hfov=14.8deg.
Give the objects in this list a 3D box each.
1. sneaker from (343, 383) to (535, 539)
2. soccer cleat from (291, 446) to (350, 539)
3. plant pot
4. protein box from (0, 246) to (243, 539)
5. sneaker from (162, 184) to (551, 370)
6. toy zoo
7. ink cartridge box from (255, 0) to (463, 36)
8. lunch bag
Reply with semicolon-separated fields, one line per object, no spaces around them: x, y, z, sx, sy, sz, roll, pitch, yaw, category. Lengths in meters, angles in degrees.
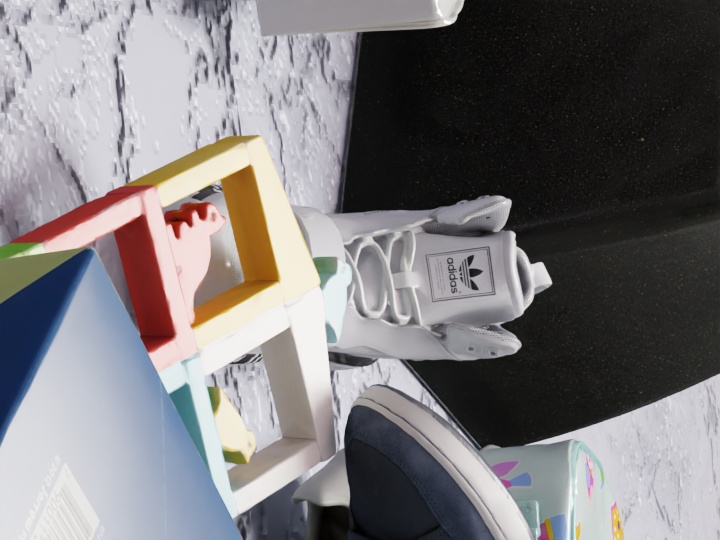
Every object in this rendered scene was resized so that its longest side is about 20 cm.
0.004;0.159;1.085;0.146;0.077;0.203;-37;123;-28;sneaker
0.008;0.172;1.185;0.077;0.069;0.201;-19;105;-42;soccer cleat
0.115;-0.048;1.342;0.200;0.177;0.201;50;39;-52;plant pot
-0.123;0.138;0.792;0.199;0.134;0.201;-70;145;-47;protein box
0.000;0.000;1.139;0.200;0.114;0.076;14;70;-65;sneaker
-0.071;0.033;1.013;0.200;0.020;0.132;-30;112;-46;toy zoo
-0.005;-0.212;1.176;0.145;0.083;0.201;-62;146;-70;ink cartridge box
0.081;0.178;1.301;0.160;0.077;0.201;40;46;-70;lunch bag
